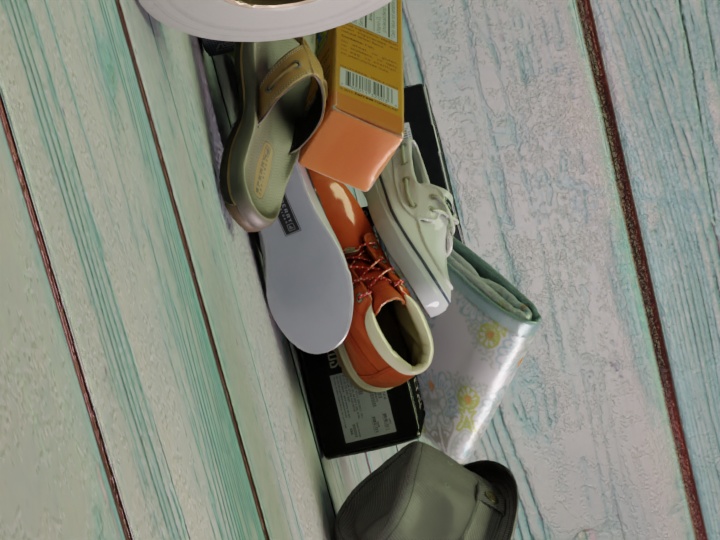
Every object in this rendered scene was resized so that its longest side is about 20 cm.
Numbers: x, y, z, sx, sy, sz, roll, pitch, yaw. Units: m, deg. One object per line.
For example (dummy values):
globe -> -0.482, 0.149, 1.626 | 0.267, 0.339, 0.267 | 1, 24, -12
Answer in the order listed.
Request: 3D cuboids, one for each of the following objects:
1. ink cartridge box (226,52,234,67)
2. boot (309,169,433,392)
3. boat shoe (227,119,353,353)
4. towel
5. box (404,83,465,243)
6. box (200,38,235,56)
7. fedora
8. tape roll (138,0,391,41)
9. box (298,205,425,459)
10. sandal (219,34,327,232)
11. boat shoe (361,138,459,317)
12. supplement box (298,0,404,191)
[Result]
ink cartridge box -> -0.078, -0.191, 1.883 | 0.200, 0.076, 0.148 | 49, -2, 13
boot -> 0.000, 0.000, 1.766 | 0.200, 0.075, 0.107 | 65, -18, -3
boat shoe -> -0.056, -0.034, 1.719 | 0.066, 0.070, 0.200 | -86, 155, -71
towel -> 0.061, 0.051, 2.001 | 0.200, 0.048, 0.171 | 42, -53, 27
box -> 0.074, -0.143, 3.336 | 0.197, 0.124, 0.200 | 65, 12, -64
box -> -0.123, -0.289, 1.669 | 0.158, 0.051, 0.200 | 70, 9, -60
fedora -> 0.039, 0.211, 1.776 | 0.090, 0.177, 0.200 | 44, 32, -18
tape roll -> -0.059, -0.256, 1.415 | 0.203, 0.202, 0.139 | 67, 11, -67
box -> -0.007, 0.050, 1.910 | 0.164, 0.086, 0.200 | -39, 116, -86
sandal -> -0.057, -0.125, 1.621 | 0.082, 0.055, 0.200 | 39, 53, -45
boat shoe -> 0.046, -0.046, 1.815 | 0.074, 0.067, 0.200 | 58, 5, -46
supplement box -> -0.006, -0.156, 1.728 | 0.067, 0.069, 0.200 | -56, -160, 37
